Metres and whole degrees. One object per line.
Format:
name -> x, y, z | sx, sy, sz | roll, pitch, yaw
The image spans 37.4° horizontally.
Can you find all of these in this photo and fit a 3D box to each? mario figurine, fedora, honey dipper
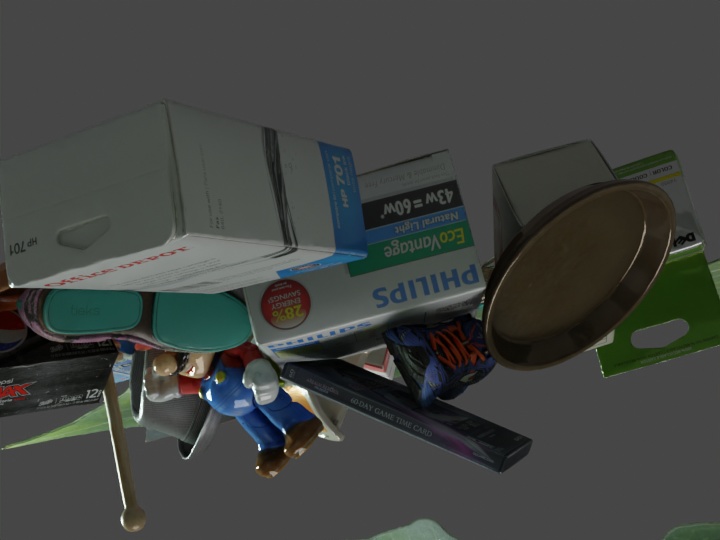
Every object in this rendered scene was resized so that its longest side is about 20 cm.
mario figurine -> -0.135, 0.104, 0.958 | 0.123, 0.200, 0.106 | -44, 180, 8
fedora -> -0.182, 0.087, 1.086 | 0.090, 0.201, 0.177 | 16, 173, -17
honey dipper -> -0.223, 0.137, 0.968 | 0.038, 0.201, 0.038 | -14, 170, -2

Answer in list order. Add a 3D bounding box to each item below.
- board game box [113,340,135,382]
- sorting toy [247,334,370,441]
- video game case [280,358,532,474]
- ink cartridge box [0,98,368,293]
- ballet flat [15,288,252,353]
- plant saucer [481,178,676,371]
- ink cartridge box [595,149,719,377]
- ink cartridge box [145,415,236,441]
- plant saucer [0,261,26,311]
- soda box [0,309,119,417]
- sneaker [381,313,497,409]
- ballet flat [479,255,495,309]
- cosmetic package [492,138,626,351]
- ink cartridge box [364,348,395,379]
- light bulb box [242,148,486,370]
board game box -> -0.332, 0.098, 1.172 | 0.195, 0.056, 0.200 | -15, 169, 4
sorting toy -> -0.069, 0.066, 1.148 | 0.107, 0.201, 0.180 | 33, 158, -30
video game case -> 0.044, 0.121, 0.919 | 0.199, 0.019, 0.143 | 22, -177, 17
ink cartridge box -> -0.109, -0.037, 0.694 | 0.146, 0.086, 0.200 | -13, 170, 29
ballet flat -> -0.184, 0.029, 0.871 | 0.199, 0.070, 0.071 | 4, -173, -38
plant saucer -> 0.182, 0.002, 0.902 | 0.199, 0.029, 0.201 | -22, 139, -21
ink cartridge box -> 0.291, -0.004, 1.114 | 0.147, 0.201, 0.076 | -19, 168, 17
ink cartridge box -> -0.168, 0.129, 1.254 | 0.162, 0.200, 0.057 | -15, 128, 1
plant saucer -> -0.241, 0.009, 0.920 | 0.199, 0.033, 0.200 | -15, 168, -3
soda box -> -0.308, 0.079, 0.877 | 0.199, 0.063, 0.071 | -5, 137, -40
sneaker -> 0.076, 0.068, 0.921 | 0.078, 0.076, 0.200 | -33, 170, 13
ballet flat -> 0.225, -0.006, 1.370 | 0.199, 0.066, 0.071 | -16, 171, -10
cosmetic package -> 0.182, -0.012, 0.996 | 0.103, 0.088, 0.201 | -14, 138, -6
ink cartridge box -> 0.016, 0.066, 1.281 | 0.067, 0.117, 0.200 | 13, 170, 7
light bulb box -> 0.000, 0.000, 0.950 | 0.197, 0.126, 0.200 | -14, 168, -1
